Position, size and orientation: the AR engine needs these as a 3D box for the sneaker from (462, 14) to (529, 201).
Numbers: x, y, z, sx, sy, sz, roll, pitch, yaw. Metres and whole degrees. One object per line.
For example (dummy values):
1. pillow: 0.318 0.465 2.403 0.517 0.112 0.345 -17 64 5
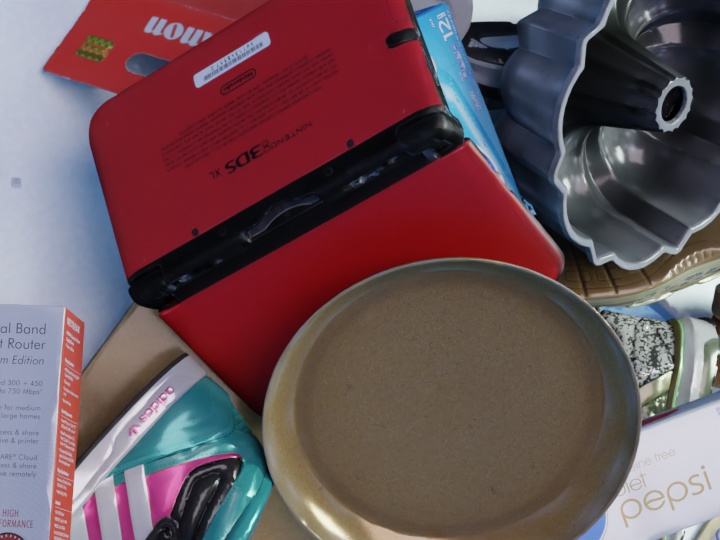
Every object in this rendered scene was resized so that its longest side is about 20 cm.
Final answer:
1. sneaker: 0.110 -0.095 1.248 0.200 0.076 0.116 -8 125 -46

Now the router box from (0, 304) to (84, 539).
1. router box: -0.246 0.107 1.012 0.199 0.049 0.181 1 79 5

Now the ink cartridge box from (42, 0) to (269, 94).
1. ink cartridge box: -0.077 -0.183 1.133 0.162 0.050 0.200 19 64 27

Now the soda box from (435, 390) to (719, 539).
1. soda box: 0.140 0.128 1.150 0.199 0.068 0.064 -19 87 -6

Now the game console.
1. game console: -0.021 -0.042 1.065 0.119 0.199 0.173 24 42 -57

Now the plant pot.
1. plant pot: 0.048 0.077 1.059 0.199 0.028 0.201 -1 117 -1

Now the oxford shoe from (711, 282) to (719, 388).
1. oxford shoe: 0.299 0.051 1.305 0.199 0.071 0.072 4 109 -30

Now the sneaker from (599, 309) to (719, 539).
1. sneaker: 0.155 0.112 1.229 0.088 0.077 0.201 18 68 -7

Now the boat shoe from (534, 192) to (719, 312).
1. boat shoe: 0.176 -0.010 1.246 0.199 0.063 0.074 -11 65 -14

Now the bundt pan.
1. bundt pan: 0.154 -0.107 1.160 0.201 0.076 0.203 -24 127 -36

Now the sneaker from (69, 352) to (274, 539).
1. sneaker: -0.117 0.157 1.068 0.121 0.084 0.200 41 86 2

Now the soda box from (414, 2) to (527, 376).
1. soda box: 0.043 -0.038 1.098 0.064 0.068 0.201 -35 106 -53

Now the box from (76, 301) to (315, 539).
1. box: -0.057 0.090 1.124 0.200 0.021 0.164 36 85 -7

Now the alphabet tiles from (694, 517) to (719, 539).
1. alphabet tiles: 0.306 0.180 1.310 0.166 0.006 0.200 42 68 -11

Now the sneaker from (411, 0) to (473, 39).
1. sneaker: -0.032 -0.160 1.193 0.199 0.147 0.081 -24 132 9
